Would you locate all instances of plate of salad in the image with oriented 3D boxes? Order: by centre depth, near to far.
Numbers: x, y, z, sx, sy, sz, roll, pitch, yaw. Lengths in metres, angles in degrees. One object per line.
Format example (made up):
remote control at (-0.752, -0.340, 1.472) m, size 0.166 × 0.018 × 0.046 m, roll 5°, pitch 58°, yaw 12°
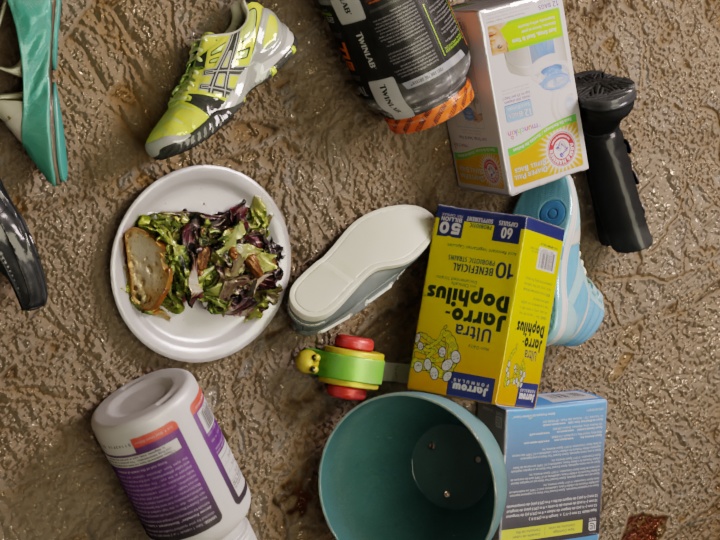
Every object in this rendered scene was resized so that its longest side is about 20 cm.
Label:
plate of salad at (-0.153, -0.005, 1.720) m, size 0.200 × 0.048 × 0.200 m, roll -5°, pitch 99°, yaw -30°

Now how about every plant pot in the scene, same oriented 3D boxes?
plant pot at (0.074, 0.220, 1.826) m, size 0.135 × 0.200 × 0.200 m, roll -11°, pitch 105°, yaw -64°

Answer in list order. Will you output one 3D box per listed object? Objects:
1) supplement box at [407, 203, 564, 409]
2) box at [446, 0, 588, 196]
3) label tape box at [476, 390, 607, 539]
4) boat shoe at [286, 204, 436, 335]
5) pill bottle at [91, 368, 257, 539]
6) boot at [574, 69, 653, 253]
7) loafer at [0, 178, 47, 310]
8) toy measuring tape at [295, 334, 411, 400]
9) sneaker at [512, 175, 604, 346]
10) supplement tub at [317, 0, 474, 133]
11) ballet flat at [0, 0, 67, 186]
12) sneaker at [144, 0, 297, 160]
supplement box at (0.134, 0.040, 1.835) m, size 0.109 × 0.109 × 0.200 m, roll 13°, pitch 86°, yaw -61°
box at (0.159, -0.192, 1.847) m, size 0.112 × 0.101 × 0.200 m, roll -18°, pitch 106°, yaw -27°
label tape box at (0.202, 0.243, 1.962) m, size 0.143 × 0.066 × 0.200 m, roll -3°, pitch 101°, yaw -30°
boat shoe at (0.000, 0.000, 1.818) m, size 0.200 × 0.073 × 0.062 m, roll -38°, pitch 158°, yaw -28°
pill bottle at (-0.176, 0.207, 1.701) m, size 0.111 × 0.111 × 0.200 m, roll -32°, pitch 112°, yaw -23°
boot at (0.281, -0.112, 1.904) m, size 0.066 × 0.165 × 0.200 m, roll -12°, pitch 106°, yaw 1°
loafer at (-0.352, -0.048, 1.587) m, size 0.070 × 0.068 × 0.201 m, roll -29°, pitch 106°, yaw -16°
toy measuring tape at (0.022, 0.107, 1.829) m, size 0.200 × 0.074 × 0.074 m, roll 10°, pitch 92°, yaw -32°
sneaker at (0.226, -0.007, 1.932) m, size 0.131 × 0.079 × 0.200 m, roll 16°, pitch 80°, yaw -55°
supplement tub at (0.035, -0.248, 1.753) m, size 0.122 × 0.123 × 0.200 m, roll -34°, pitch 113°, yaw -22°
ballet flat at (-0.310, -0.178, 1.600) m, size 0.070 × 0.067 × 0.200 m, roll -1°, pitch 99°, yaw -6°
sneaker at (-0.150, -0.186, 1.688) m, size 0.076 × 0.075 × 0.200 m, roll 50°, pitch 62°, yaw -19°
